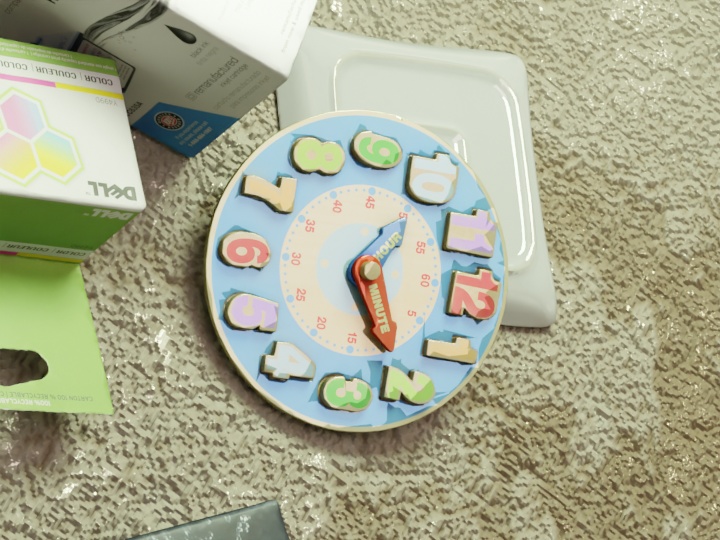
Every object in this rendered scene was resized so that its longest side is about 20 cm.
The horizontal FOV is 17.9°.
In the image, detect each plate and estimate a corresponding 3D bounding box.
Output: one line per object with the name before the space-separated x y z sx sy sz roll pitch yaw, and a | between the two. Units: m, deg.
plate | 0.042 -0.066 1.507 0.199 0.032 0.201 5 70 -28

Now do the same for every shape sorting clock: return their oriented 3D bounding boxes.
shape sorting clock | 0.000 0.000 1.422 0.199 0.039 0.201 1 87 -22

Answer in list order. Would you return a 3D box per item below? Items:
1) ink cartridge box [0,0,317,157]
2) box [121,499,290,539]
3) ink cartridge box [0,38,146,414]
ink cartridge box | -0.145 -0.168 1.366 0.199 0.146 0.086 27 62 -19
box | -0.119 0.251 1.239 0.196 0.117 0.201 -12 77 -33
ink cartridge box | -0.198 -0.026 1.293 0.147 0.076 0.201 7 59 -40
